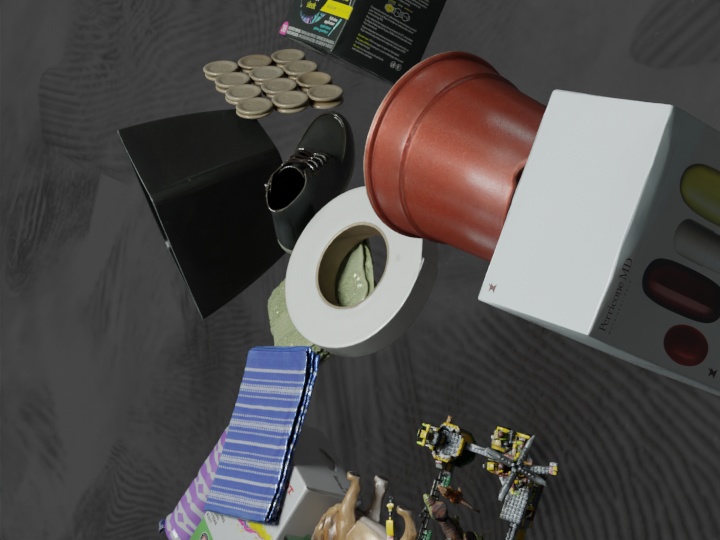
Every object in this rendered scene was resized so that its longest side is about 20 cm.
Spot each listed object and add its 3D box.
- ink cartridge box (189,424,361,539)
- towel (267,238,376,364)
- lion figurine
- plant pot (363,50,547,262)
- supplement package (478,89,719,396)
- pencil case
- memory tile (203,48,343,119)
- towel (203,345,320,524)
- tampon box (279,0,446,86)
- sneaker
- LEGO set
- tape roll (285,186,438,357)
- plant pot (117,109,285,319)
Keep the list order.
[{"bbox_3d":[-0.103,0.292,1.539,0.201,0.083,0.145,-58,35,15],"label":"ink cartridge box"},{"bbox_3d":[-0.049,0.037,1.643,0.200,0.036,0.150,-43,41,34],"label":"towel"},{"bbox_3d":[0.021,0.288,1.382,0.199,0.072,0.124,27,102,52],"label":"lion figurine"},{"bbox_3d":[0.138,-0.093,1.327,0.195,0.199,0.203,32,99,47],"label":"plant pot"},{"bbox_3d":[0.241,-0.021,1.116,0.146,0.198,0.194,19,89,56],"label":"supplement package"},{"bbox_3d":[-0.165,0.264,1.652,0.201,0.083,0.086,-54,13,20],"label":"pencil case"},{"bbox_3d":[-0.118,-0.253,1.813,0.200,0.151,0.017,-130,31,-54],"label":"memory tile"},{"bbox_3d":[-0.115,0.182,1.523,0.144,0.024,0.203,-3,67,54],"label":"towel"},{"bbox_3d":[0.017,-0.353,1.677,0.149,0.125,0.202,30,97,55],"label":"tampon box"},{"bbox_3d":[-0.059,-0.130,1.655,0.074,0.107,0.202,9,64,14],"label":"sneaker"},{"bbox_3d":[0.089,0.230,1.238,0.152,0.116,0.202,23,86,31],"label":"LEGO set"},{"bbox_3d":[0.000,0.000,1.549,0.201,0.037,0.206,-18,58,31],"label":"tape roll"},{"bbox_3d":[-0.186,-0.098,1.747,0.176,0.202,0.200,-26,37,-8],"label":"plant pot"}]
